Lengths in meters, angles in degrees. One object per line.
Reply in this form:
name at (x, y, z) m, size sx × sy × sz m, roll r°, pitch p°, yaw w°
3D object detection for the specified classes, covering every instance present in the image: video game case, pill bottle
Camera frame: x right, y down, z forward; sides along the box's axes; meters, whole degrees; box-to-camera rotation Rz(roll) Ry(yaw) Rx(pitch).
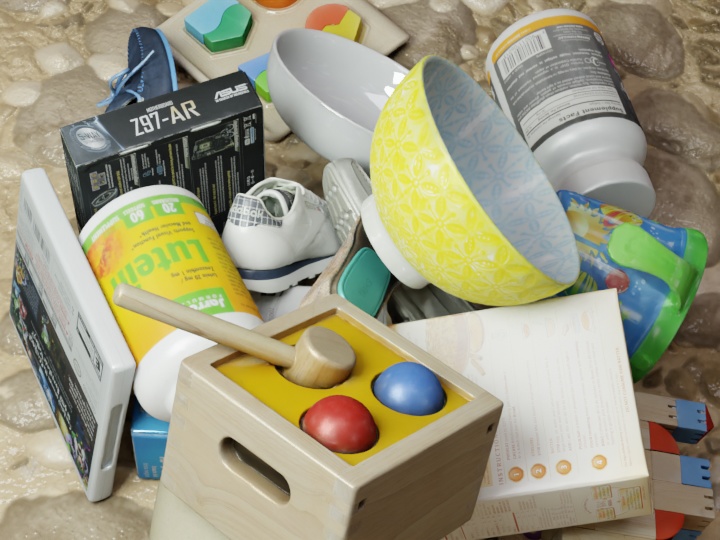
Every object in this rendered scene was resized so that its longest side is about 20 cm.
video game case at (-0.231, 0.052, 1.246) m, size 0.023 × 0.183 × 0.201 m, roll -14°, pitch 56°, yaw -27°
pill bottle at (-0.133, 0.043, 1.194) m, size 0.110 × 0.112 × 0.201 m, roll -21°, pitch 59°, yaw -16°
pill bottle at (0.192, -0.129, 1.428) m, size 0.115 × 0.117 × 0.202 m, roll -10°, pitch 57°, yaw -9°

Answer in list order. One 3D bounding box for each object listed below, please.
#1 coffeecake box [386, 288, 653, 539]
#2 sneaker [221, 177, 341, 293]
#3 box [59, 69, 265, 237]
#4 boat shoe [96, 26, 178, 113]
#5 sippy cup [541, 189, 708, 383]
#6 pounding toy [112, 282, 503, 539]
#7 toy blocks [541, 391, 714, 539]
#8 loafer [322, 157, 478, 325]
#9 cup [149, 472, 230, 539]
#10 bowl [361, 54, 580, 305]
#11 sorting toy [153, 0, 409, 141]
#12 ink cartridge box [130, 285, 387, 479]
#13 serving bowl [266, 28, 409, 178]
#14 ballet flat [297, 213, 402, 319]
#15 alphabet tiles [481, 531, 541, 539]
coffeecake box at (0.104, 0.110, 1.161) m, size 0.197 × 0.073 × 0.155 m, roll -9°, pitch 57°, yaw 8°
sneaker at (-0.057, -0.040, 1.331) m, size 0.075 × 0.082 × 0.200 m, roll 6°, pitch 15°, yaw 18°
box at (-0.158, -0.063, 1.316) m, size 0.159 × 0.201 × 0.044 m, roll -20°, pitch 58°, yaw -15°
boat shoe at (-0.202, -0.145, 1.440) m, size 0.068 × 0.085 × 0.202 m, roll 0°, pitch 52°, yaw -17°
sippy cup at (0.194, 0.003, 1.286) m, size 0.129 × 0.179 × 0.140 m, roll 27°, pitch 40°, yaw -3°
pounding toy at (-0.040, 0.090, 1.033) m, size 0.199 × 0.144 × 0.183 m, roll 32°, pitch 35°, yaw 29°
toy blocks at (0.212, 0.172, 1.229) m, size 0.135 × 0.100 × 0.202 m, roll 10°, pitch 55°, yaw -9°
loafer at (0.037, -0.011, 1.319) m, size 0.069 × 0.070 × 0.201 m, roll -30°, pitch 86°, yaw -19°
cup at (-0.075, 0.246, 1.133) m, size 0.198 × 0.200 × 0.145 m, roll 20°, pitch 85°, yaw 11°
bowl at (0.065, -0.047, 1.175) m, size 0.107 × 0.199 × 0.202 m, roll -34°, pitch 54°, yaw 22°
sorting toy at (-0.079, -0.233, 1.535) m, size 0.199 × 0.037 × 0.185 m, roll -38°, pitch 65°, yaw -25°
ink cartridge box at (-0.080, 0.092, 1.282) m, size 0.197 × 0.086 × 0.148 m, roll 4°, pitch 55°, yaw -2°
serving bowl at (-0.001, -0.137, 1.423) m, size 0.198 × 0.066 × 0.201 m, roll 23°, pitch 26°, yaw -12°
ballet flat at (0.000, 0.000, 1.222) m, size 0.068 × 0.067 × 0.200 m, roll 50°, pitch 33°, yaw -3°
alphabet tiles at (0.121, 0.173, 1.279) m, size 0.199 × 0.015 × 0.195 m, roll 36°, pitch 62°, yaw 20°
